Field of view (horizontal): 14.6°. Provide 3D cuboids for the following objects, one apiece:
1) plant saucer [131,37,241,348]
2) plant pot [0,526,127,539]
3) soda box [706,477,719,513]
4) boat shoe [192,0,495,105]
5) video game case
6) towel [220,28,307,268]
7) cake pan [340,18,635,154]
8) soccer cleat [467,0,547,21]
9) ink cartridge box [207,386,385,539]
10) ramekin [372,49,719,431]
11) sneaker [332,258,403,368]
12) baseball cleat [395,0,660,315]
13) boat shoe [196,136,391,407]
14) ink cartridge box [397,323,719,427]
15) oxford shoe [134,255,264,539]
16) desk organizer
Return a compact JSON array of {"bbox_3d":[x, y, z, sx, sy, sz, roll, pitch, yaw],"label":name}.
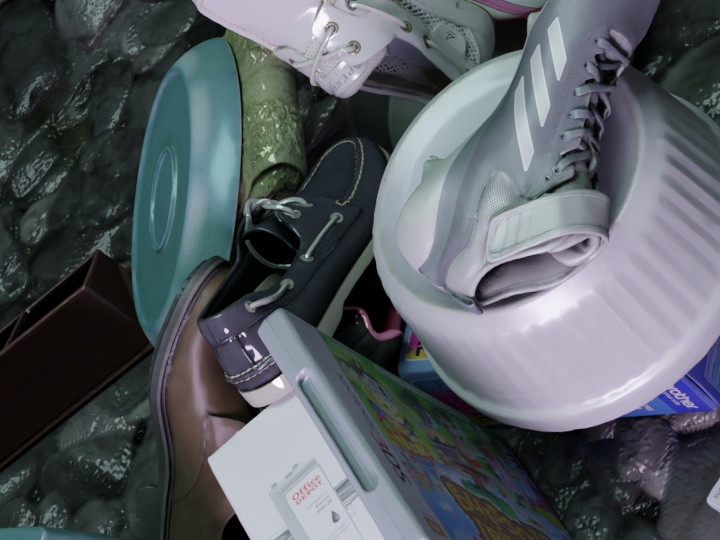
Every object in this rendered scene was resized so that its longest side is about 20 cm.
[{"bbox_3d":[-0.108,-0.042,1.695,0.200,0.027,0.201,-174,90,-75],"label":"plant saucer"},{"bbox_3d":[-0.154,0.218,1.531,0.141,0.200,0.142,-6,59,35],"label":"plant pot"},{"bbox_3d":[0.262,0.057,1.411,0.068,0.064,0.200,28,83,43],"label":"soda box"},{"bbox_3d":[-0.007,-0.133,1.596,0.071,0.200,0.069,-42,44,49],"label":"boat shoe"},{"bbox_3d":[0.049,0.115,1.441,0.022,0.200,0.182,-46,45,12],"label":"video game case"},{"bbox_3d":[-0.073,-0.071,1.695,0.200,0.036,0.149,122,150,-57],"label":"towel"},{"bbox_3d":[0.080,-0.125,1.682,0.200,0.037,0.201,-19,53,27],"label":"cake pan"},{"bbox_3d":[0.052,-0.183,1.660,0.200,0.076,0.067,-10,57,33],"label":"soccer cleat"},{"bbox_3d":[0.022,0.166,1.467,0.083,0.147,0.200,-40,45,6],"label":"ink cartridge box"},{"bbox_3d":[0.097,-0.026,1.463,0.202,0.094,0.203,-18,53,26],"label":"ramekin"},{"bbox_3d":[0.000,0.000,1.602,0.095,0.079,0.200,-51,22,36],"label":"sneaker"},{"bbox_3d":[0.105,-0.066,1.382,0.106,0.070,0.200,41,99,37],"label":"baseball cleat"},{"bbox_3d":[-0.034,-0.016,1.532,0.073,0.063,0.200,-25,29,39],"label":"boat shoe"},{"bbox_3d":[0.131,0.006,1.537,0.200,0.076,0.137,-6,60,33],"label":"ink cartridge box"},{"bbox_3d":[-0.074,0.088,1.603,0.084,0.073,0.200,14,114,24],"label":"oxford shoe"},{"bbox_3d":[-0.231,0.064,1.772,0.200,0.077,0.072,-38,47,12],"label":"desk organizer"}]
